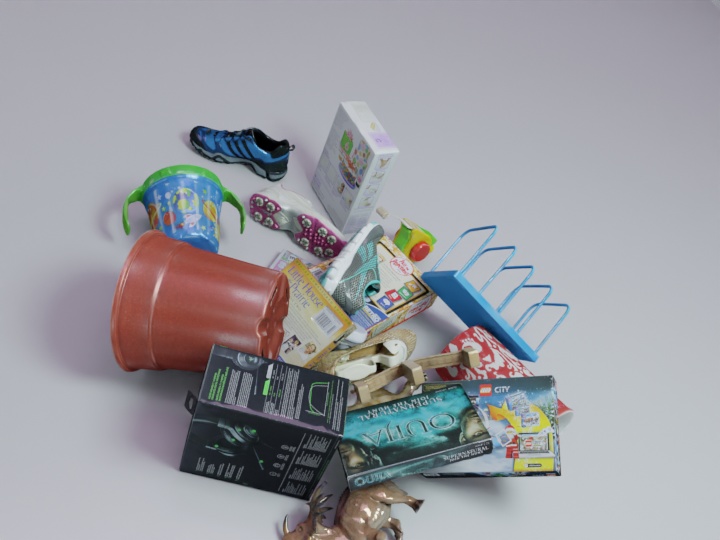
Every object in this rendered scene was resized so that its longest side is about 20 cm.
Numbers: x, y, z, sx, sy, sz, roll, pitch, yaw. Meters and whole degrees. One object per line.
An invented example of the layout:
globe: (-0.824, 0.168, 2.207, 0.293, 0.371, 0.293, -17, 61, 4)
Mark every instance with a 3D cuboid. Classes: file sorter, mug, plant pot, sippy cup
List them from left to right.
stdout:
sippy cup: (-0.287, -0.081, 1.260, 0.177, 0.140, 0.131, -20, 61, 10)
plant pot: (-0.209, 0.058, 1.063, 0.194, 0.202, 0.201, 9, 42, 7)
mug: (0.204, 0.198, 1.201, 0.177, 0.134, 0.200, -16, 52, -37)
file sorter: (0.229, 0.037, 1.282, 0.200, 0.139, 0.123, 46, 77, -12)

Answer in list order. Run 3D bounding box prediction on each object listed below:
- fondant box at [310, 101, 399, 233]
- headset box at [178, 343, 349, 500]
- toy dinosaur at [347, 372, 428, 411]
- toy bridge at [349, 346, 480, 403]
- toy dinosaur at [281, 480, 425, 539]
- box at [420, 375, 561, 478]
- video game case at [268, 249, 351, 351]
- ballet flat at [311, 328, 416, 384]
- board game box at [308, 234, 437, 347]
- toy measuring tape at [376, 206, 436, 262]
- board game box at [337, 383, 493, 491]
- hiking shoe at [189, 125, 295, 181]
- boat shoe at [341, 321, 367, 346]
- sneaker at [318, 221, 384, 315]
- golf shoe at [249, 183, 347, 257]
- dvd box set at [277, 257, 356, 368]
fondant box: (-0.015, -0.190, 1.428, 0.058, 0.201, 0.145, -10, 53, -31)
headset box: (-0.135, 0.202, 1.008, 0.199, 0.175, 0.093, 15, 44, -8)
toy dinosaur: (0.023, 0.214, 1.170, 0.199, 0.059, 0.101, -11, 36, -22)
toy bridge: (0.078, 0.155, 1.166, 0.199, 0.067, 0.027, -16, 98, -11)
toy dinosaur: (-0.004, 0.318, 1.025, 0.135, 0.086, 0.200, 33, 37, 19)
box: (0.186, 0.228, 1.116, 0.199, 0.038, 0.137, -6, 62, 22)
video game case: (-0.075, 0.054, 1.295, 0.199, 0.018, 0.143, 29, 42, 4)
ballet flat: (0.020, 0.144, 1.208, 0.199, 0.071, 0.065, -18, 20, -28)
board game box: (0.017, 0.031, 1.311, 0.199, 0.046, 0.152, -24, 61, -39)
toy measuring tape: (0.075, -0.058, 1.405, 0.200, 0.074, 0.074, 22, 30, -53)
board game box: (0.066, 0.225, 1.056, 0.199, 0.028, 0.135, -13, 27, -7)
hiking shoe: (-0.226, -0.247, 1.471, 0.199, 0.087, 0.075, 18, 43, -7)
boat shoe: (-0.087, 0.089, 1.204, 0.199, 0.066, 0.074, 18, 9, 17)
sneaker: (0.000, 0.000, 1.261, 0.091, 0.078, 0.200, 40, 47, -4)
golf shoe: (-0.101, -0.097, 1.394, 0.199, 0.076, 0.092, 32, 40, 6)
dvd box set: (-0.125, 0.095, 1.142, 0.200, 0.029, 0.146, -40, 67, -6)
